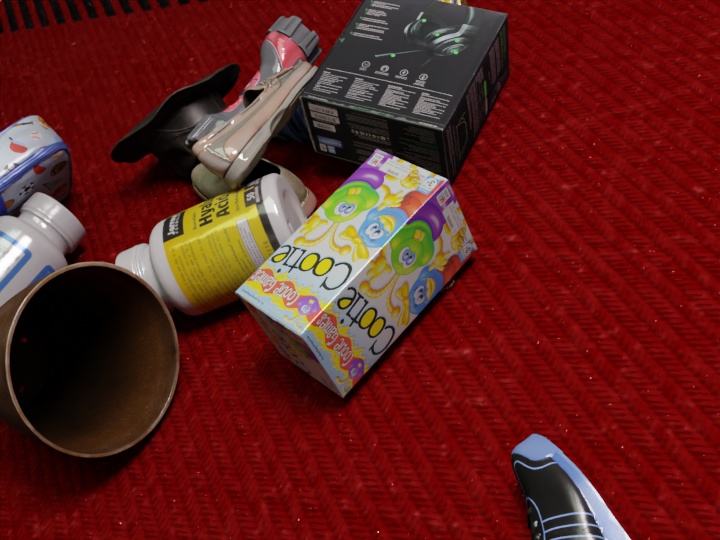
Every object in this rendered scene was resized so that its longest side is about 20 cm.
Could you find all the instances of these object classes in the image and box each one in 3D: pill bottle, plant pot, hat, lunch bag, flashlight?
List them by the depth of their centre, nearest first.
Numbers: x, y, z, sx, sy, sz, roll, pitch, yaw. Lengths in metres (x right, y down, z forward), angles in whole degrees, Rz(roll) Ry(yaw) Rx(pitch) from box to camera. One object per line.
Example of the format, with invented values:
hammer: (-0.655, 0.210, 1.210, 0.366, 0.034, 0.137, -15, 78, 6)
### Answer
plant pot: (-0.321, 0.094, 0.998, 0.199, 0.187, 0.188, -7, 46, 45)
pill bottle: (-0.157, -0.018, 1.036, 0.199, 0.112, 0.112, -23, 43, 10)
flashlight: (-0.127, -0.209, 1.126, 0.200, 0.068, 0.068, -52, 13, -19)
pill bottle: (-0.428, 0.006, 1.169, 0.112, 0.113, 0.200, 15, 58, 38)
hat: (-0.213, -0.171, 1.222, 0.200, 0.081, 0.201, -37, 3, 2)
lunch bag: (-0.449, -0.103, 1.239, 0.076, 0.200, 0.160, 43, 67, 3)

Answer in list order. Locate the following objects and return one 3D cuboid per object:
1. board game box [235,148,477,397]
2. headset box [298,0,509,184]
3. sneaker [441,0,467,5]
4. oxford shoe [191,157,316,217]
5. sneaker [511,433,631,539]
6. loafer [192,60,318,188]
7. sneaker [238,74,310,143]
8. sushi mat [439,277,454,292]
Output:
board game box: (0.000, 0.000, 0.915, 0.200, 0.105, 0.103, -46, 46, -16)
headset box: (0.057, -0.215, 1.081, 0.173, 0.093, 0.201, 16, 60, 21)
sneaker: (0.089, -0.373, 1.252, 0.089, 0.075, 0.201, -12, 45, 13)
oxford shoe: (-0.138, -0.111, 1.138, 0.199, 0.074, 0.071, 14, 61, 39)
sneaker: (0.149, 0.205, 0.685, 0.078, 0.070, 0.200, -28, 43, -6)
loafer: (-0.110, -0.174, 1.042, 0.072, 0.063, 0.201, -52, 6, 51)
sneaker: (-0.092, -0.195, 1.196, 0.082, 0.074, 0.200, -38, 35, -5)
sushi mat: (0.020, -0.025, 1.013, 0.095, 0.012, 0.200, -30, 43, 2)
